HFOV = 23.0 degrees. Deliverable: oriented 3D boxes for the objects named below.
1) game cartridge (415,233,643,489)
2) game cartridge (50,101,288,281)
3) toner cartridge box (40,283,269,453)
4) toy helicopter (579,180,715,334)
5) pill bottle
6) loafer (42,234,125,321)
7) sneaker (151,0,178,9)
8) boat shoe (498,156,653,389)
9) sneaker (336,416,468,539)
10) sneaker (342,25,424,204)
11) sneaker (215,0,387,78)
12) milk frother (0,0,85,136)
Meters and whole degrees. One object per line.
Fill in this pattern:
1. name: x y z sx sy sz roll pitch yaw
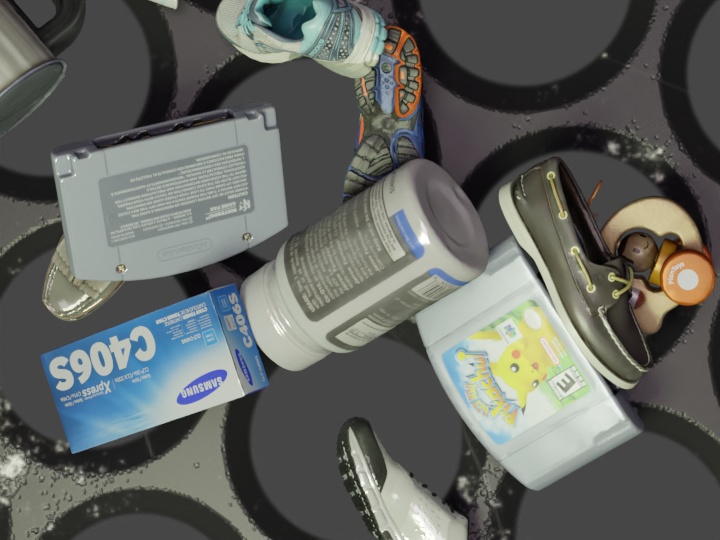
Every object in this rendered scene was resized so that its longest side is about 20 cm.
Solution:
1. game cartridge: 0.138 0.084 1.530 0.133 0.040 0.201 -34 88 30
2. game cartridge: -0.162 -0.063 1.532 0.199 0.040 0.134 -14 116 -19
3. toner cartridge box: -0.181 0.087 1.537 0.199 0.043 0.096 -21 89 30
4. toy helicopter: 0.205 0.011 1.539 0.200 0.079 0.132 -42 93 15
5. pill bottle: 0.000 0.000 1.506 0.199 0.114 0.114 -31 87 26
6. loafer: -0.219 -0.041 1.573 0.072 0.063 0.200 39 92 3
7. sneaker: -0.141 -0.328 1.576 0.088 0.075 0.201 33 98 -9
8. boat shoe: 0.190 0.002 1.476 0.060 0.072 0.202 -34 85 30
9. sneaker: 0.045 0.214 1.556 0.080 0.074 0.201 -28 92 -11
10. sneaker: 0.029 -0.118 1.553 0.075 0.078 0.201 9 107 9
11. sneaker: -0.067 -0.222 1.513 0.199 0.086 0.078 16 86 47
12. milk frother: -0.341 -0.237 1.518 0.180 0.200 0.188 -42 87 -1
